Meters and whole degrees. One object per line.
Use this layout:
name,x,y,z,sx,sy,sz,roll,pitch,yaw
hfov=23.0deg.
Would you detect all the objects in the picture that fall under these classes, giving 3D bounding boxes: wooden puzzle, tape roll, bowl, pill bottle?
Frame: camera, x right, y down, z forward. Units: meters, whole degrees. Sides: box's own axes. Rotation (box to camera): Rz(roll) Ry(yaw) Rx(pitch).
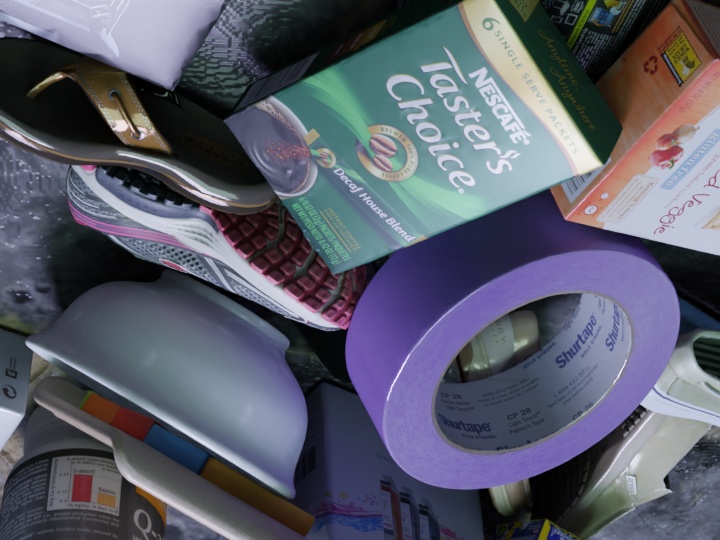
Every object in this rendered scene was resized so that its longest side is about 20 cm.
wooden puzzle,-0.108,0.131,1.152,0.185,0.200,0.037,35,84,-25
tape roll,0.094,0.044,1.093,0.200,0.066,0.200,-15,136,-15
bowl,-0.108,0.061,1.149,0.201,0.201,0.090,36,80,-33
pill bottle,-0.193,0.188,1.225,0.116,0.200,0.116,-1,136,-1

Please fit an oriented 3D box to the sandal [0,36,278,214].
sandal,-0.129,-0.091,1.022,0.200,0.082,0.055,22,134,-17

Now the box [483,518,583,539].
box,0.108,0.230,1.304,0.070,0.064,0.200,31,161,-13

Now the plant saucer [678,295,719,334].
plant saucer,0.255,0.078,1.232,0.200,0.070,0.019,30,155,-29

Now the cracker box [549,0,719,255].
cracker box,0.219,-0.075,1.036,0.200,0.058,0.134,9,135,-38

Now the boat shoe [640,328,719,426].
boat shoe,0.268,0.077,1.191,0.200,0.072,0.062,7,164,-34

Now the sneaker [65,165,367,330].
sneaker,-0.086,-0.024,1.091,0.200,0.081,0.075,31,138,1

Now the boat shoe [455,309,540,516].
boat shoe,0.109,0.102,1.244,0.065,0.072,0.200,-15,135,0

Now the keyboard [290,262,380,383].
keyboard,0.000,0.000,1.171,0.127,0.021,0.200,-14,135,20

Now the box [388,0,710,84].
box,0.089,-0.113,1.042,0.160,0.044,0.200,12,134,-14

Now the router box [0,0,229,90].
router box,-0.153,-0.199,0.937,0.200,0.052,0.157,22,130,-22

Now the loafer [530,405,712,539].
loafer,0.190,0.144,1.285,0.068,0.076,0.200,22,130,-15

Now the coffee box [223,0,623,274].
coffee box,0.032,-0.082,0.994,0.200,0.044,0.123,-20,114,36

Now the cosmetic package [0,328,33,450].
cosmetic package,-0.332,0.069,1.189,0.200,0.071,0.101,21,131,-22

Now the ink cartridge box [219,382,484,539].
ink cartridge box,-0.007,0.216,1.260,0.145,0.200,0.145,26,129,-26
